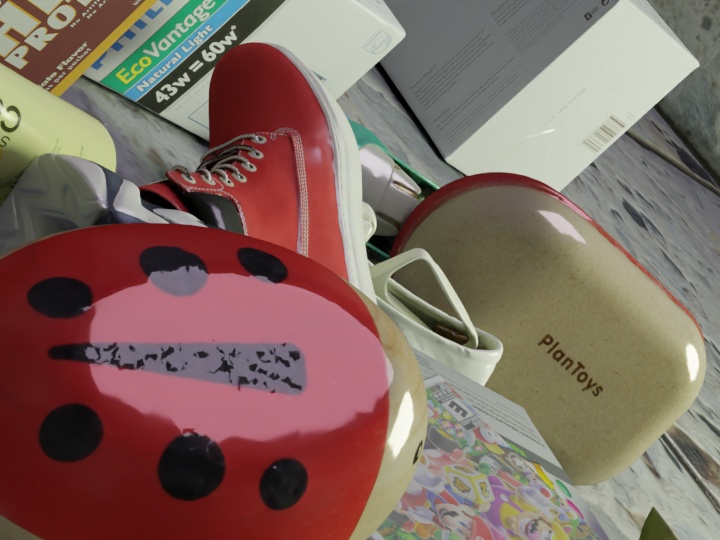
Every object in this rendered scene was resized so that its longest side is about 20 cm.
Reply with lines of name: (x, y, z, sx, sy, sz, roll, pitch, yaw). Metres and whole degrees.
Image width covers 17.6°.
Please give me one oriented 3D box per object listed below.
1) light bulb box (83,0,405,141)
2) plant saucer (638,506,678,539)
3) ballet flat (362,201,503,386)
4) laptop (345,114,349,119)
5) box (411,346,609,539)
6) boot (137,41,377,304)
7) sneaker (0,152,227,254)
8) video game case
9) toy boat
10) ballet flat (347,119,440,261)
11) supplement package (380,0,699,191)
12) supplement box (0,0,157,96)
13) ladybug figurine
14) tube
light bulb box: (-0.110, -0.189, 1.316, 0.198, 0.125, 0.200, 55, 15, 29)
plant saucer: (0.202, 0.219, 1.252, 0.200, 0.031, 0.200, 56, 1, -2)
ballet flat: (0.000, 0.000, 1.252, 0.200, 0.069, 0.069, 42, 15, -20)
laptop: (-0.054, -0.196, 1.531, 0.116, 0.200, 0.187, -24, 67, -37)
box: (0.078, 0.131, 1.179, 0.156, 0.041, 0.200, 30, 23, -50)
boot: (-0.066, -0.049, 1.128, 0.144, 0.072, 0.200, 29, 38, -46)
sneaker: (-0.055, 0.039, 0.945, 0.130, 0.080, 0.199, 15, 24, -51)
video game case: (0.064, 0.134, 1.053, 0.200, 0.018, 0.143, 46, 29, 17)
toy boat: (0.101, 0.024, 1.372, 0.200, 0.131, 0.131, 42, 8, -23)
ballet flat: (0.015, -0.042, 1.382, 0.070, 0.067, 0.200, 21, -4, 32)
supplement package: (0.127, -0.194, 1.900, 0.147, 0.191, 0.200, 30, 23, -52)
supplement box: (-0.201, -0.181, 1.005, 0.200, 0.133, 0.197, 50, 14, 10)
ladybug figurine: (-0.059, 0.043, 0.797, 0.200, 0.072, 0.136, 1, 70, -31)
tube: (-0.166, -0.062, 0.930, 0.052, 0.058, 0.200, 9, -8, 24)
